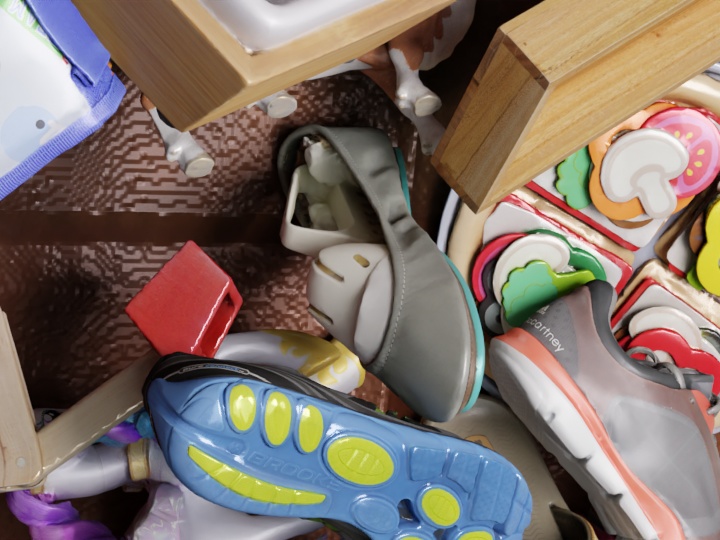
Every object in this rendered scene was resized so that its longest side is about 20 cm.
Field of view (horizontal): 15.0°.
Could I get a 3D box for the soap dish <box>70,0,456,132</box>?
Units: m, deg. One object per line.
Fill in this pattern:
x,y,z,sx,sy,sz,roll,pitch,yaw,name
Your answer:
-0.070,-0.152,1.087,0.157,0.200,0.081,-29,161,-49,soap dish

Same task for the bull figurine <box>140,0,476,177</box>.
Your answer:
-0.011,-0.108,1.188,0.199,0.122,0.065,-7,146,-14,bull figurine

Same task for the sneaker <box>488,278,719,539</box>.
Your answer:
0.146,0.088,1.254,0.082,0.077,0.200,-41,106,-10,sneaker

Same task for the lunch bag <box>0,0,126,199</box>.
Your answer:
-0.211,-0.091,1.052,0.199,0.124,0.170,-24,117,25,lunch bag

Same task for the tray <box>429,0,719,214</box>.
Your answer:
0.123,-0.106,1.175,0.199,0.099,0.037,-31,72,-32,tray

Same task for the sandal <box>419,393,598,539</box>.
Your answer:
0.083,0.133,1.243,0.080,0.201,0.054,-13,150,-23,sandal

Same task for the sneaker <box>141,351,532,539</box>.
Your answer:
-0.006,0.078,1.131,0.199,0.083,0.071,25,101,-34,sneaker

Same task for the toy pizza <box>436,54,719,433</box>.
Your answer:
0.134,-0.003,1.274,0.199,0.032,0.202,-1,113,-3,toy pizza

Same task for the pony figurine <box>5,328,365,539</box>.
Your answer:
-0.072,0.119,1.201,0.199,0.167,0.194,-11,75,-18,pony figurine

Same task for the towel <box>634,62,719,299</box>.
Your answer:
0.189,-0.039,1.322,0.147,0.050,0.201,-27,113,-8,towel

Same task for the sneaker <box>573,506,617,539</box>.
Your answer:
0.079,0.182,1.308,0.199,0.074,0.088,-22,105,-23,sneaker

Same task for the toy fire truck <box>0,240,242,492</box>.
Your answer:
-0.161,0.044,1.142,0.141,0.049,0.200,39,84,10,toy fire truck

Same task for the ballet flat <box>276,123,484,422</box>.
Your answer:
0.000,0.000,1.167,0.063,0.200,0.068,7,119,-17,ballet flat
